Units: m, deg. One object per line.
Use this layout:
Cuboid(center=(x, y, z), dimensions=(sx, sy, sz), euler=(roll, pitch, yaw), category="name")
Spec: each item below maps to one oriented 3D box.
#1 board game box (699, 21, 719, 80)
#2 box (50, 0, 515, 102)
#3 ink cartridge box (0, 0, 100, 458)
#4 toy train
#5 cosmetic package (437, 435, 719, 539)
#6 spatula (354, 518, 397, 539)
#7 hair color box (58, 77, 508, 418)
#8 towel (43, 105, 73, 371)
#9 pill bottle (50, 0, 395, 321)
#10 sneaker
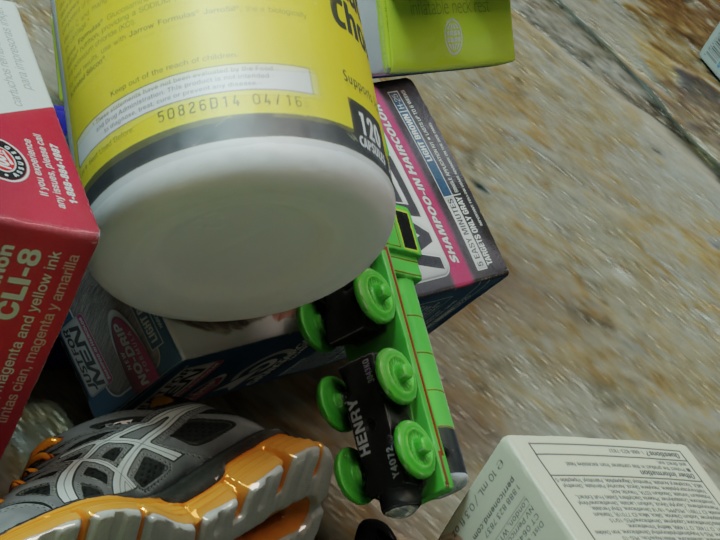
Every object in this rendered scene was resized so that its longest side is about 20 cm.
Cuboid(center=(0.308, -0.126, 1.455), dimensions=(0.064, 0.148, 0.200), euler=(11, 34, -35), category="board game box")
Cuboid(center=(-0.025, -0.108, 1.098), dimensions=(0.199, 0.048, 0.122), euler=(-2, 7, 31), category="box")
Cuboid(center=(-0.215, -0.016, 0.800), dimensions=(0.199, 0.145, 0.146), euler=(10, 34, -30), category="ink cartridge box")
Cuboid(center=(0.000, 0.000, 0.926), dimensions=(0.056, 0.042, 0.201), euler=(13, 57, -52), category="toy train")
Cuboid(center=(0.114, 0.159, 0.880), dimensions=(0.103, 0.088, 0.200), euler=(8, 34, -36), category="cosmetic package")
Cuboid(center=(0.005, 0.151, 0.860), dimensions=(0.056, 0.021, 0.200), euler=(34, 24, -19), category="spatula")
Cuboid(center=(-0.038, -0.012, 0.973), dimensions=(0.199, 0.060, 0.100), euler=(-14, 73, -48), category="hair color box")
Cuboid(center=(-0.112, -0.023, 1.006), dimensions=(0.199, 0.050, 0.148), euler=(-5, 43, -47), category="towel")
Cuboid(center=(-0.056, -0.092, 0.878), dimensions=(0.111, 0.112, 0.201), euler=(9, 57, -33), category="pill bottle")
Cuboid(center=(-0.093, 0.091, 0.826), dimensions=(0.077, 0.079, 0.200), euler=(28, 22, 26), category="sneaker")
